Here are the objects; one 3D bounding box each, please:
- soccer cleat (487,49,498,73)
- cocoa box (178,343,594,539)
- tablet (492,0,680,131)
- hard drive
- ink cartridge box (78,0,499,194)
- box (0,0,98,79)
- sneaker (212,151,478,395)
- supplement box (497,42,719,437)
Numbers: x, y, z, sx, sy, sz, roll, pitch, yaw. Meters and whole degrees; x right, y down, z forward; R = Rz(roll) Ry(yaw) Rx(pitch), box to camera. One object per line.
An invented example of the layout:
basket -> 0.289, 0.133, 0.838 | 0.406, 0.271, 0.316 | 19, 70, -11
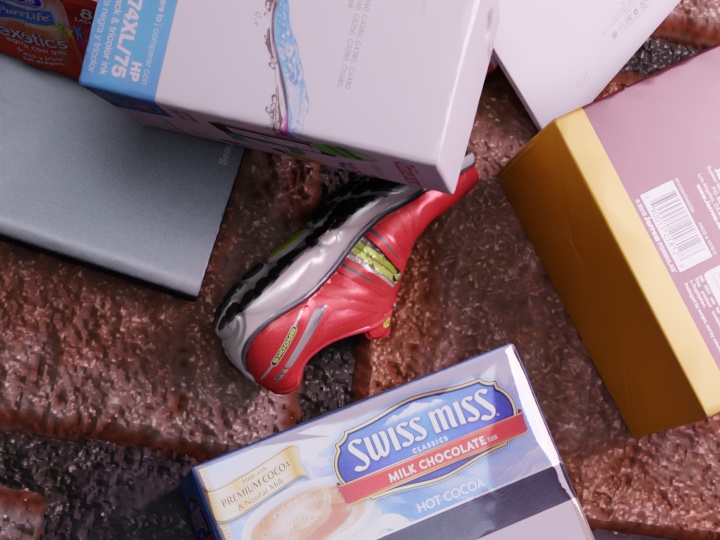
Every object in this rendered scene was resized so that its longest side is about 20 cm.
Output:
soccer cleat -> 0.017, -0.204, 1.030 | 0.200, 0.069, 0.085 | 37, 80, 3
cocoa box -> 0.010, 0.142, 0.928 | 0.200, 0.133, 0.131 | -20, 83, -13
tablet -> 0.159, -0.194, 1.042 | 0.200, 0.014, 0.130 | -49, 128, -15
hard drive -> -0.174, -0.077, 0.989 | 0.200, 0.033, 0.140 | 18, 77, -7
ink cartridge box -> -0.030, -0.140, 0.902 | 0.200, 0.147, 0.146 | 13, 88, 8
box -> -0.162, -0.226, 0.967 | 0.095, 0.100, 0.200 | 20, 64, -6
sneaker -> 0.000, 0.000, 0.997 | 0.200, 0.077, 0.085 | -40, 108, -13
supplement box -> 0.230, -0.032, 1.000 | 0.200, 0.133, 0.197 | -25, 84, -14
